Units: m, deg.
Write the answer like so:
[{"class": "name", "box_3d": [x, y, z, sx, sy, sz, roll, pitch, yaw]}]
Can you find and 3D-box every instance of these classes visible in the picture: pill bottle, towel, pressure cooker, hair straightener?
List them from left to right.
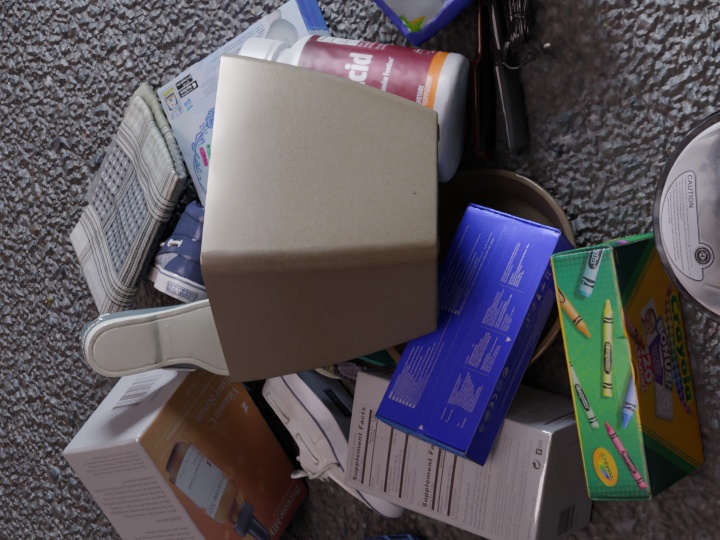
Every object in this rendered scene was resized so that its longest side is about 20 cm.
[{"class": "towel", "box_3d": [-0.244, -0.071, 1.429, 0.194, 0.034, 0.201, -62, 32, 24]}, {"class": "pill bottle", "box_3d": [-0.009, -0.147, 1.228, 0.198, 0.114, 0.115, 9, 102, 13]}, {"class": "hair straightener", "box_3d": [0.135, -0.199, 1.208, 0.076, 0.041, 0.202, 1, 93, 34]}, {"class": "pressure cooker", "box_3d": [0.309, -0.044, 1.005, 0.176, 0.199, 0.179, 47, 120, 19]}]

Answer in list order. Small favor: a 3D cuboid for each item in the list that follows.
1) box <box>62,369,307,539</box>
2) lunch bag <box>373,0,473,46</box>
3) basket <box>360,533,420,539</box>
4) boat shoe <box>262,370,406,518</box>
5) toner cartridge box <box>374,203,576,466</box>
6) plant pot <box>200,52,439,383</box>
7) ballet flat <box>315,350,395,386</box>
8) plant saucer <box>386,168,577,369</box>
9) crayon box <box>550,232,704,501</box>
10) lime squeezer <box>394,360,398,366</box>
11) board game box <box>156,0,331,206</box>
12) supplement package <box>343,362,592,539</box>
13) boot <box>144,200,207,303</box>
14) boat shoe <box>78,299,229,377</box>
[{"class": "box", "box_3d": [-0.165, 0.197, 1.350, 0.106, 0.153, 0.201, -14, 118, 35]}, {"class": "lunch bag", "box_3d": [0.058, -0.321, 1.184, 0.170, 0.127, 0.201, -37, 76, 32]}, {"class": "basket", "box_3d": [0.019, 0.316, 1.268, 0.199, 0.175, 0.140, -26, 78, 45]}, {"class": "boat shoe", "box_3d": [-0.034, 0.175, 1.347, 0.202, 0.074, 0.086, 49, 119, 22]}, {"class": "toner cartridge box", "box_3d": [0.097, 0.052, 1.159, 0.094, 0.043, 0.201, 19, 80, 34]}, {"class": "plant pot", "box_3d": [-0.023, -0.038, 1.124, 0.175, 0.201, 0.201, 1, 60, 2]}, {"class": "ballet flat", "box_3d": [-0.047, 0.064, 1.282, 0.072, 0.199, 0.073, -36, 40, 39]}, {"class": "plant saucer", "box_3d": [0.101, 0.009, 1.222, 0.198, 0.029, 0.202, -9, 70, 26]}, {"class": "crayon box", "box_3d": [0.220, 0.075, 1.131, 0.058, 0.118, 0.202, -9, 92, 35]}, {"class": "lime squeezer", "box_3d": [0.000, 0.000, 1.293, 0.038, 0.071, 0.201, -40, 76, 17]}, {"class": "board game box", "box_3d": [-0.088, -0.131, 1.361, 0.199, 0.043, 0.201, -26, 82, 34]}, {"class": "supplement package", "box_3d": [0.100, 0.157, 1.229, 0.199, 0.113, 0.111, 15, 104, 33]}, {"class": "boot", "box_3d": [-0.164, -0.019, 1.376, 0.072, 0.200, 0.091, 23, 89, -14]}, {"class": "boat shoe", "box_3d": [-0.165, 0.059, 1.287, 0.062, 0.198, 0.074, 18, 110, 62]}]
